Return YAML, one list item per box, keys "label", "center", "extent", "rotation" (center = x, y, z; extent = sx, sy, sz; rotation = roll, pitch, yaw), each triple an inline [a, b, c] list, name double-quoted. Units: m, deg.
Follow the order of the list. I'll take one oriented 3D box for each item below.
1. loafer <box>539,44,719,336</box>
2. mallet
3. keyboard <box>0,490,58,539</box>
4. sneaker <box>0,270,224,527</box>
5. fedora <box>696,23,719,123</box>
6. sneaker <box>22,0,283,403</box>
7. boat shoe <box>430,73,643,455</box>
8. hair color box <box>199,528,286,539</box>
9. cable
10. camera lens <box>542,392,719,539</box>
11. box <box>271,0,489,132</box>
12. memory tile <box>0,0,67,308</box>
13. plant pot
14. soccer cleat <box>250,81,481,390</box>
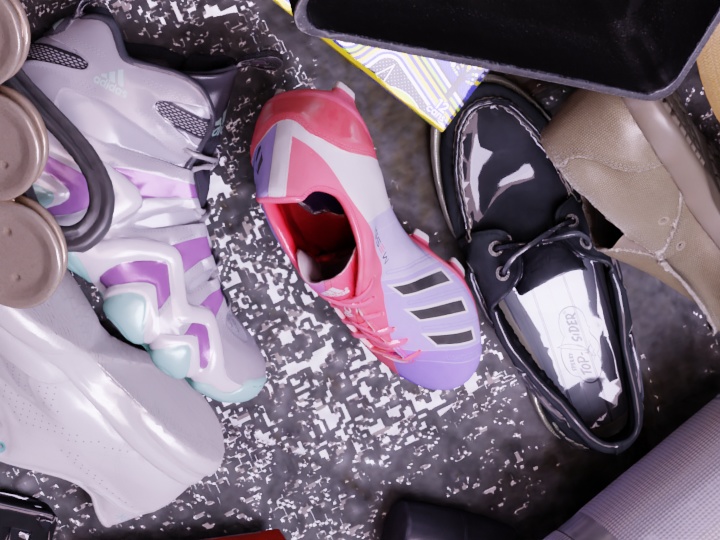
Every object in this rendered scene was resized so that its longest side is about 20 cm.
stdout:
- label: "loafer"
  center: [0.140, -0.033, 1.396]
  extent: [0.067, 0.076, 0.200]
  rotation: [-21, 138, 13]
- label: "mallet"
  center: [0.009, 0.206, 1.480]
  extent: [0.066, 0.041, 0.201]
  rotation: [23, 104, -19]
- label: "keyboard"
  center: [-0.187, 0.204, 1.443]
  extent: [0.126, 0.021, 0.201]
  rotation: [14, 104, -15]
- label: "sneaker"
  center: [-0.160, 0.046, 1.379]
  extent: [0.088, 0.075, 0.200]
  rotation: [-36, 109, 22]
- label: "fedora"
  center: [0.206, -0.155, 1.373]
  extent: [0.200, 0.082, 0.202]
  rotation: [-21, 127, -30]
- label: "sneaker"
  center: [-0.079, -0.043, 1.360]
  extent: [0.140, 0.078, 0.200]
  rotation: [-43, 111, 3]
- label: "boat shoe"
  center: [0.090, 0.003, 1.418]
  extent: [0.074, 0.066, 0.201]
  rotation: [-18, 110, -6]
- label: "hair color box"
  center: [-0.078, 0.234, 1.443]
  extent: [0.101, 0.061, 0.201]
  rotation: [-5, 111, -18]
- label: "cable"
  center: [-0.173, -0.098, 1.313]
  extent: [0.200, 0.050, 0.097]
  rotation: [43, 82, -2]
- label: "camera lens"
  center: [0.173, 0.165, 1.426]
  extent: [0.200, 0.160, 0.160]
  rotation: [-39, 111, -7]
- label: "box"
  center: [-0.023, -0.153, 1.347]
  extent: [0.200, 0.064, 0.070]
  rotation: [37, 96, -19]
- label: "memory tile"
  center: [-0.206, -0.081, 1.284]
  extent: [0.152, 0.017, 0.201]
  rotation: [1, 110, 24]
- label: "plant pot"
  center: [0.070, -0.217, 1.257]
  extent: [0.199, 0.178, 0.200]
  rotation: [9, 129, -31]
- label: "soccer cleat"
  center: [0.000, 0.000, 1.366]
  extent: [0.066, 0.077, 0.200]
  rotation: [-5, 136, 24]
